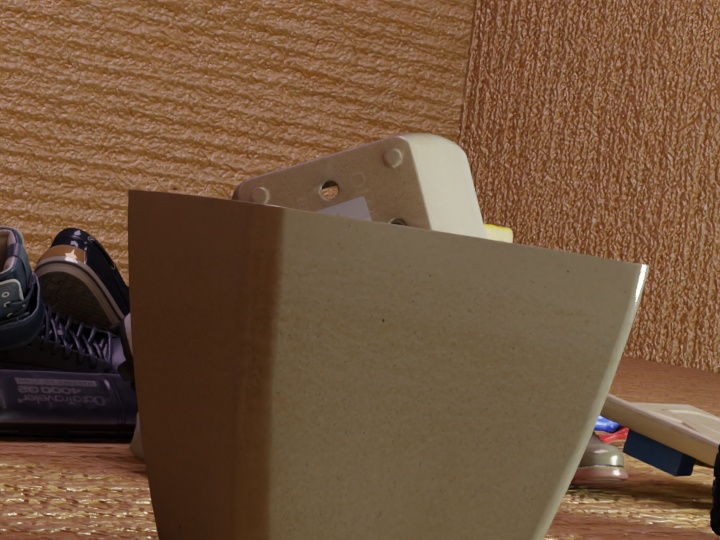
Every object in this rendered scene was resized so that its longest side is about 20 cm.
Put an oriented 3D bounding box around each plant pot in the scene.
[{"bbox_3d":[-0.004,0.065,0.824,0.198,0.179,0.199,7,1,-25],"label":"plant pot"},{"bbox_3d":[0.000,0.000,1.310,0.198,0.202,0.177,-15,-13,6],"label":"plant pot"}]

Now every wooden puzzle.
[{"bbox_3d":[0.295,0.154,1.372,0.184,0.047,0.199,24,6,39],"label":"wooden puzzle"}]

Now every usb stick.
[{"bbox_3d":[-0.221,0.098,1.239,0.199,0.033,0.056,7,46,-44],"label":"usb stick"}]

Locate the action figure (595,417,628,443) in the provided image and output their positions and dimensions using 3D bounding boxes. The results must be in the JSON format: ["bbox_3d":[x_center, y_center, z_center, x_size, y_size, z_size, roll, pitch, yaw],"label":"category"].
[{"bbox_3d":[0.237,0.150,1.692,0.198,0.052,0.065,12,5,-16],"label":"action figure"}]

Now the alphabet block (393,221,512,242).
[{"bbox_3d":[0.013,0.045,1.548,0.193,0.202,0.196,8,1,24],"label":"alphabet block"}]

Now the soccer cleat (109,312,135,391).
[{"bbox_3d":[-0.113,0.074,1.234,0.085,0.071,0.200,-17,-22,5],"label":"soccer cleat"}]

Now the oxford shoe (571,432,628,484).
[{"bbox_3d":[0.152,0.130,1.373,0.070,0.075,0.200,7,1,-25],"label":"oxford shoe"}]

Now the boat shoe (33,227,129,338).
[{"bbox_3d":[-0.209,0.043,1.399,0.074,0.063,0.201,-8,-44,15],"label":"boat shoe"}]

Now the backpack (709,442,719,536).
[{"bbox_3d":[0.329,0.093,1.113,0.181,0.202,0.134,7,1,16],"label":"backpack"}]

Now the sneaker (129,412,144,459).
[{"bbox_3d":[-0.087,0.105,1.190,0.091,0.077,0.200,0,-5,25],"label":"sneaker"}]

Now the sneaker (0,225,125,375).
[{"bbox_3d":[-0.232,0.042,1.297,0.200,0.147,0.077,2,39,-14],"label":"sneaker"}]
